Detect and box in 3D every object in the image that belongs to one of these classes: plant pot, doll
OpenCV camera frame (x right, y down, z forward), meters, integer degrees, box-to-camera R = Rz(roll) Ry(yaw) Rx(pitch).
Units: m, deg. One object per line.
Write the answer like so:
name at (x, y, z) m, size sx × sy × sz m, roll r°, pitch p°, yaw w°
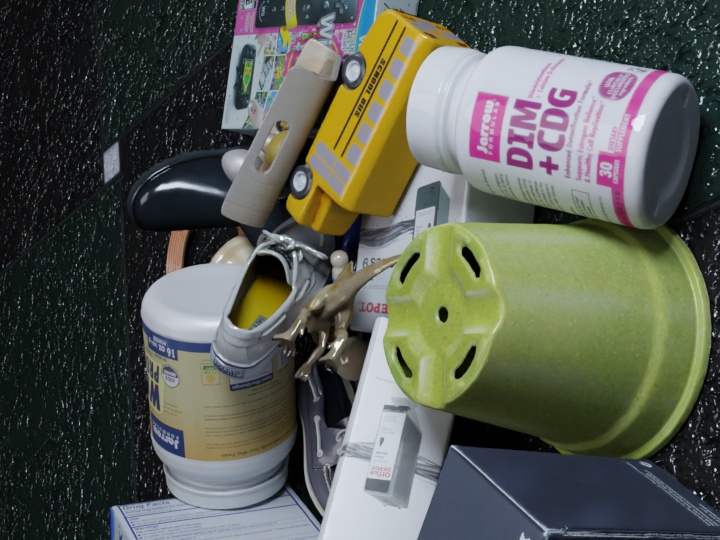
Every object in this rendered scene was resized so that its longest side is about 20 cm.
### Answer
plant pot at (0.124, 0.042, 1.065) m, size 0.199 × 0.183 × 0.203 m, roll -14°, pitch 72°, yaw 52°
doll at (0.000, 0.000, 1.318) m, size 0.048 × 0.136 × 0.203 m, roll 5°, pitch 80°, yaw 14°

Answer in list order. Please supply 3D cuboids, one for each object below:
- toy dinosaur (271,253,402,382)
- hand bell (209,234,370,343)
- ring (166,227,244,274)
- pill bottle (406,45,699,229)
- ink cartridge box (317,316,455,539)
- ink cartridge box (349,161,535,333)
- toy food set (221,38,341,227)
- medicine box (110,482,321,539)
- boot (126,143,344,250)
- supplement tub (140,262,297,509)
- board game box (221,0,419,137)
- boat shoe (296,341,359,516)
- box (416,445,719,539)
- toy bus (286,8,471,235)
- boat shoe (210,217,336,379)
toy dinosaur at (-0.024, 0.030, 1.195) m, size 0.200 × 0.058 × 0.102 m, roll -40°, pitch 19°, yaw 58°
hand bell at (-0.056, 0.043, 1.424) m, size 0.199 × 0.104 × 0.105 m, roll 24°, pitch 103°, yaw 40°
ring at (-0.164, -0.015, 1.623) m, size 0.200 × 0.019 × 0.203 m, roll -13°, pitch 73°, yaw 52°
pill bottle at (0.141, -0.105, 1.075) m, size 0.198 × 0.113 × 0.115 m, roll 15°, pitch 96°, yaw 31°
ink cartridge box at (0.023, 0.163, 1.169) m, size 0.147 × 0.082 × 0.202 m, roll 99°, pitch -174°, yaw -65°
ink cartridge box at (0.073, -0.038, 1.236) m, size 0.145 × 0.083 × 0.203 m, roll 1°, pitch 84°, yaw 53°
toy food set at (-0.076, -0.132, 1.293) m, size 0.145 × 0.060 × 0.200 m, roll -63°, pitch 6°, yaw 15°
medicine box at (-0.120, 0.290, 1.324) m, size 0.200 × 0.180 × 0.104 m, roll -145°, pitch 54°, yaw -62°
boot at (-0.116, -0.054, 1.423) m, size 0.168 × 0.198 × 0.077 m, roll -129°, pitch 29°, yaw -49°
supplement tub at (-0.132, 0.109, 1.370) m, size 0.144 × 0.143 × 0.202 m, roll 32°, pitch 129°, yaw 52°
board game box at (-0.042, -0.206, 1.419) m, size 0.199 × 0.064 × 0.149 m, roll 5°, pitch 87°, yaw 42°
boat shoe at (-0.018, 0.154, 1.326) m, size 0.063 × 0.072 × 0.201 m, roll 102°, pitch 157°, yaw -48°
box at (0.134, 0.238, 0.999) m, size 0.123 × 0.197 × 0.202 m, roll 37°, pitch 112°, yaw 51°
toy bus at (0.013, -0.117, 1.207) m, size 0.078 × 0.065 × 0.201 m, roll 45°, pitch 117°, yaw 40°
boat shoe at (-0.072, -0.001, 1.266) m, size 0.202 × 0.074 × 0.087 m, roll -55°, pitch -14°, yaw -43°
